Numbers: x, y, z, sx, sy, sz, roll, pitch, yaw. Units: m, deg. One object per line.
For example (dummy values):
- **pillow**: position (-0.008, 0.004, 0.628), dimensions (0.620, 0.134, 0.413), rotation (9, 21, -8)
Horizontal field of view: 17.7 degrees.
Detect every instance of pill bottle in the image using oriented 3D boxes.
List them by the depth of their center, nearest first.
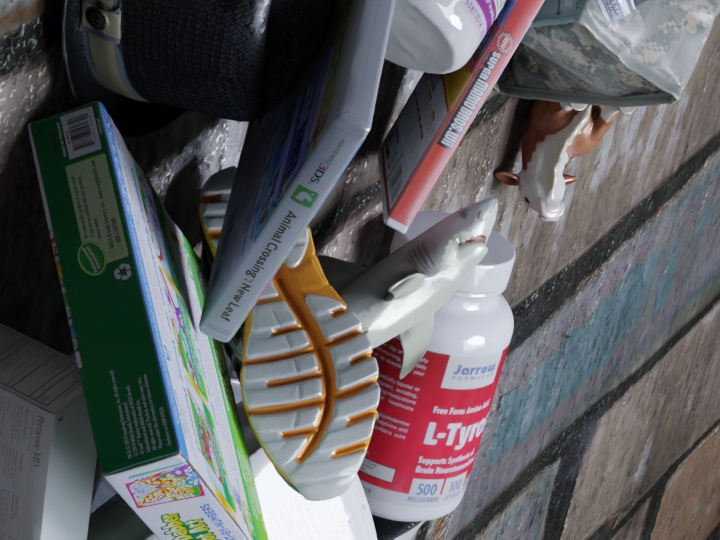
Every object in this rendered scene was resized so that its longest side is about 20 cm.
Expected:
- **pill bottle**: position (0.062, -0.224, 1.357), dimensions (0.200, 0.112, 0.112), rotation (-57, 157, -16)
- **pill bottle**: position (0.042, 0.066, 1.621), dimensions (0.112, 0.112, 0.200), rotation (-27, 137, -57)

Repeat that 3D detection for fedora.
- **fedora**: position (-0.066, -0.148, 1.169), dimensions (0.201, 0.092, 0.201), rotation (-49, 154, -35)

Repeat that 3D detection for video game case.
- **video game case**: position (-0.027, -0.087, 1.228), dimensions (0.182, 0.022, 0.200), rotation (-55, -163, 44)
- **video game case**: position (0.068, -0.132, 1.453), dimensions (0.200, 0.017, 0.143), rotation (-60, -168, 18)

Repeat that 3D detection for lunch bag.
- **lunch bag**: position (0.156, -0.202, 1.553), dimensions (0.118, 0.200, 0.164), rotation (34, 75, -24)

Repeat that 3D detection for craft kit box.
- **craft kit box**: position (-0.105, 0.045, 1.192), dimensions (0.048, 0.200, 0.198), rotation (-19, 152, 7)

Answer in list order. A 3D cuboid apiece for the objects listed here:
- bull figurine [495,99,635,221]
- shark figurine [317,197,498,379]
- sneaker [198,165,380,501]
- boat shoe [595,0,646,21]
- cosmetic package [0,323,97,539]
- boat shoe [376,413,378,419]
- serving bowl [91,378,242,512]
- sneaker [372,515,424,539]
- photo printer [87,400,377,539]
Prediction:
- **bull figurine**: position (0.173, -0.135, 1.745), dimensions (0.200, 0.065, 0.121), rotation (-65, -168, -19)
- **shark figurine**: position (-0.017, 0.014, 1.473), dimensions (0.214, 0.089, 0.128), rotation (-19, 141, -42)
- **sneaker**: position (-0.043, 0.040, 1.312), dimensions (0.078, 0.200, 0.077), rotation (-9, 156, -16)
- **boat shoe**: position (0.146, -0.243, 1.432), dimensions (0.066, 0.200, 0.070), rotation (-25, 141, 9)
- **cosmetic package**: position (-0.186, 0.128, 1.210), dimensions (0.051, 0.083, 0.200), rotation (-36, 145, -49)
- **boat shoe**: position (-0.034, 0.098, 1.487), dimensions (0.063, 0.073, 0.200), rotation (-41, 174, -25)
- **serving bowl**: position (-0.110, 0.159, 1.389), dimensions (0.200, 0.066, 0.200), rotation (-9, 103, -43)
- **sneaker**: position (0.008, 0.200, 1.764), dimensions (0.201, 0.076, 0.115), rotation (-51, 165, -11)
- **photo printer**: position (-0.074, 0.176, 1.333), dimensions (0.200, 0.069, 0.167), rotation (-38, 120, -34)
